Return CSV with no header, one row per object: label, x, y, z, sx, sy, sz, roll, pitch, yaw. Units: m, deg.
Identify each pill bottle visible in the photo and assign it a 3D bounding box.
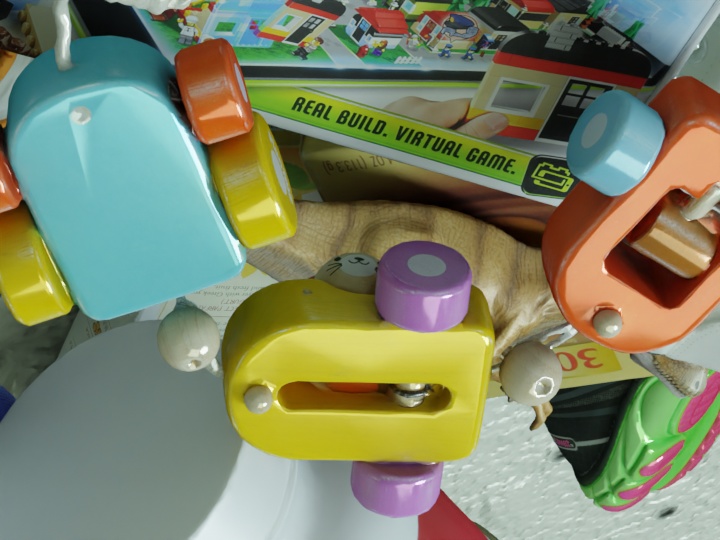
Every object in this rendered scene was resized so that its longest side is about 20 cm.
pill bottle,-0.015,0.101,0.797,0.112,0.113,0.200,-31,134,12

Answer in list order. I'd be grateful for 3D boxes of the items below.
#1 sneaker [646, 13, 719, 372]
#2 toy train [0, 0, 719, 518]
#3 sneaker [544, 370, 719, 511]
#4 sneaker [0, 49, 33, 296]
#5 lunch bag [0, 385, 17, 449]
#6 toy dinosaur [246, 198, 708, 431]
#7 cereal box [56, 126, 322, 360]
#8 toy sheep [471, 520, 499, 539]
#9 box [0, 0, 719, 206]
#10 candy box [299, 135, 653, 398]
sneaker,0.100,-0.050,0.731,0.070,0.073,0.201,5,124,3
toy train,0.004,-0.025,0.682,0.199,0.056,0.150,25,118,-22
sneaker,0.103,-0.003,0.989,0.077,0.084,0.200,-25,151,-45
sneaker,-0.084,-0.044,0.828,0.092,0.076,0.200,-9,148,-32
lunch bag,-0.187,0.052,0.799,0.199,0.124,0.170,-3,154,15
toy dinosaur,0.000,0.000,0.823,0.199,0.061,0.106,15,128,-19
cereal box,-0.019,0.011,0.975,0.143,0.040,0.200,-1,142,-29
toy sheep,-0.048,0.099,0.937,0.199,0.138,0.138,5,142,-9
box,-0.015,-0.084,0.677,0.199,0.035,0.110,15,135,-18
candy box,0.097,-0.028,0.843,0.199,0.057,0.117,-8,136,21
